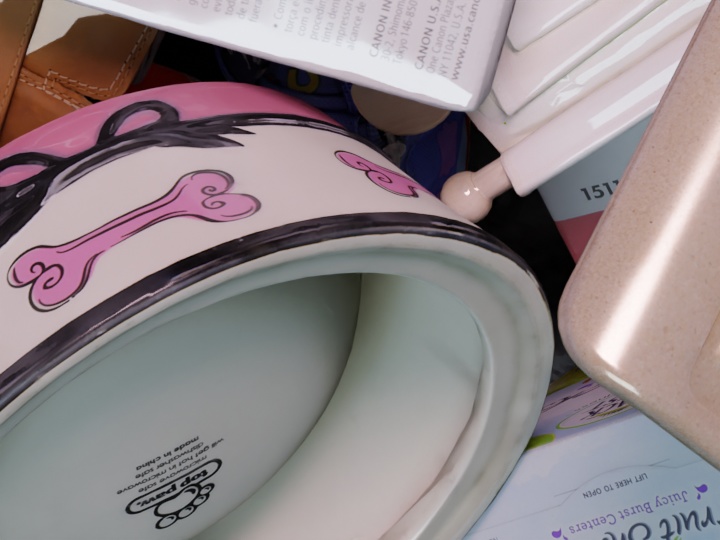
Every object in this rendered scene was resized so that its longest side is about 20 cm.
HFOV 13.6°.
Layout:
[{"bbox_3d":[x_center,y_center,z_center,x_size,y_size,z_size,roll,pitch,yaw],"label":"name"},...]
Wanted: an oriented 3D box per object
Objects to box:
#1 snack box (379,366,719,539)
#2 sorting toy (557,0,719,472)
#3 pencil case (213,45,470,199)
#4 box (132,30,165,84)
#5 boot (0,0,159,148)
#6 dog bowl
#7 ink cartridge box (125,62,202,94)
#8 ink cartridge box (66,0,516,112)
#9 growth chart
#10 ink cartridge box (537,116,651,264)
[{"bbox_3d":[0.109,0.043,0.839,0.199,0.142,0.053,-23,94,39],"label":"snack box"},{"bbox_3d":[0.160,-0.009,0.694,0.200,0.186,0.036,35,165,-24],"label":"sorting toy"},{"bbox_3d":[0.000,0.000,0.894,0.078,0.087,0.201,-9,129,-9],"label":"pencil case"},{"bbox_3d":[-0.133,-0.132,0.827,0.199,0.082,0.069,24,129,-3],"label":"box"},{"bbox_3d":[-0.141,-0.058,0.801,0.155,0.077,0.200,26,124,-12],"label":"boot"},{"bbox_3d":[-0.053,0.037,0.756,0.199,0.074,0.201,-25,147,-18],"label":"dog bowl"},{"bbox_3d":[-0.135,-0.007,0.914,0.199,0.050,0.163,19,133,25],"label":"ink cartridge box"},{"bbox_3d":[-0.044,-0.142,0.718,0.199,0.050,0.162,16,102,2],"label":"ink cartridge box"},{"bbox_3d":[0.037,-0.125,0.754,0.144,0.018,0.201,-24,84,25],"label":"growth chart"},{"bbox_3d":[0.083,-0.092,0.810,0.116,0.068,0.201,-15,122,24],"label":"ink cartridge box"}]
